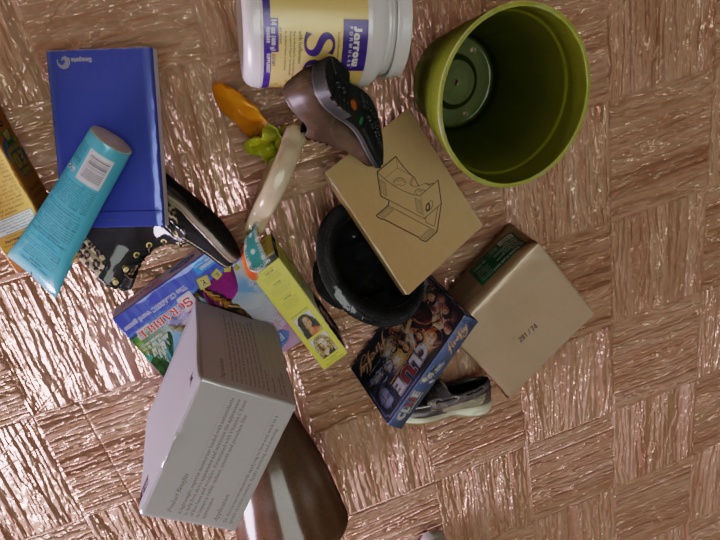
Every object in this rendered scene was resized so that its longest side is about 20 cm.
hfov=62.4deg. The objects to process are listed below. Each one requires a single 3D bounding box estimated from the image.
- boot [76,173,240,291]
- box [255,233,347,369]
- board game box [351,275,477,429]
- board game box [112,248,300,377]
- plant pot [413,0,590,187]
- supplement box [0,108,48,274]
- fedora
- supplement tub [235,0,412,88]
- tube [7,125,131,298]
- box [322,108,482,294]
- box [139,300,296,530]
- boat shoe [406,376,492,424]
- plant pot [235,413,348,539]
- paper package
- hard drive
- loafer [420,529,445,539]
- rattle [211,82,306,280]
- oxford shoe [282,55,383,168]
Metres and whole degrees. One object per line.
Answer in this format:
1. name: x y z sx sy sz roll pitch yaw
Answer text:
1. boot: -0.270 -0.037 0.779 0.199 0.073 0.151 40 99 -11
2. box: -0.093 0.047 0.877 0.049 0.076 0.202 -33 118 2
3. board game box: 0.078 0.118 0.918 0.034 0.136 0.203 25 103 -38
4. board game box: -0.219 0.080 0.870 0.197 0.041 0.202 -34 117 0
5. plant pot: 0.156 -0.233 0.768 0.193 0.193 0.207 -6 113 -14
6. supplement box: -0.432 -0.105 0.720 0.067 0.067 0.205 -23 116 -6
7. fedora: 0.000 0.000 0.861 0.198 0.205 0.091 35 143 -26
8. supplement tub: -0.047 -0.297 0.710 0.193 0.146 0.150 -5 113 -13
9. tube: -0.340 -0.070 0.696 0.077 0.050 0.202 38 102 5
10. box: 0.064 -0.098 0.833 0.162 0.021 0.203 -38 99 -18
11. box: -0.193 0.185 0.786 0.128 0.201 0.203 21 106 -24
12. boat shoe: 0.135 0.217 1.017 0.193 0.072 0.067 -3 101 -12
13. plant pot: -0.129 0.324 0.933 0.181 0.187 0.207 -16 103 -9
14. paper package: 0.243 0.066 0.966 0.200 0.104 0.190 -45 116 6
15. hard drive: -0.302 -0.157 0.715 0.127 0.025 0.208 -1 99 4
16. loafer: 0.141 0.604 1.171 0.067 0.070 0.207 -3 112 -14
17. rattle: -0.155 -0.110 0.756 0.140 0.130 0.205 25 94 -33
18. oxford shoe: -0.028 -0.184 0.729 0.082 0.075 0.199 -10 156 24
